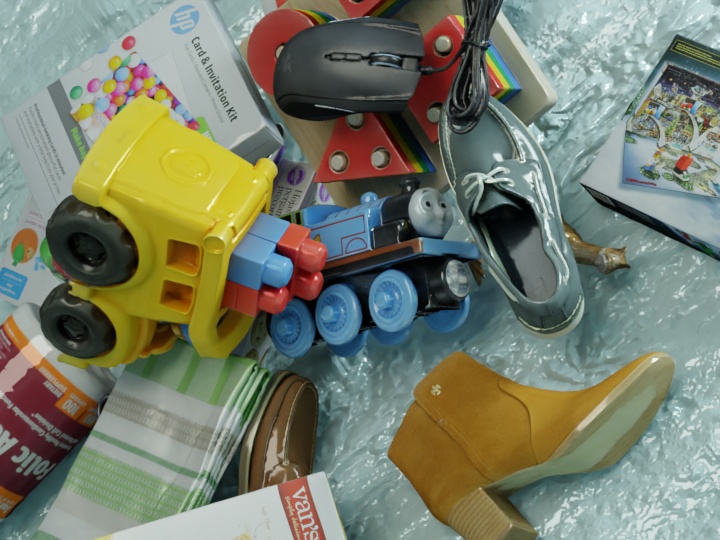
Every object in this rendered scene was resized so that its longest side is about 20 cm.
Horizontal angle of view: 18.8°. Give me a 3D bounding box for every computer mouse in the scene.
[{"bbox_3d":[0.013,-0.178,1.600,0.200,0.046,0.141,8,81,37],"label":"computer mouse"}]

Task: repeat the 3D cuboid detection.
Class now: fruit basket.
[{"bbox_3d":[-0.221,-0.049,1.833,0.185,0.094,0.200,22,82,36],"label":"fruit basket"}]

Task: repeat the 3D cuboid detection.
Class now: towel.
[{"bbox_3d":[-0.164,0.144,1.641,0.149,0.031,0.200,15,74,42],"label":"towel"}]

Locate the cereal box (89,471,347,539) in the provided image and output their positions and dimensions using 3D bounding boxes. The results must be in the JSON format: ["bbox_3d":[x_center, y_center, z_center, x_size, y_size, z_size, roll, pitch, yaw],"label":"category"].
[{"bbox_3d":[-0.099,0.239,1.547,0.200,0.040,0.144,-17,79,-3],"label":"cereal box"}]

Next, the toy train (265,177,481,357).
[{"bbox_3d":[0.000,0.000,1.635,0.200,0.087,0.115,-16,78,43],"label":"toy train"}]

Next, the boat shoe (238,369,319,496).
[{"bbox_3d":[-0.053,0.175,1.620,0.068,0.072,0.200,5,76,29],"label":"boat shoe"}]

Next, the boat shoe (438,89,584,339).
[{"bbox_3d":[0.105,-0.049,1.552,0.073,0.062,0.200,-23,71,8],"label":"boat shoe"}]

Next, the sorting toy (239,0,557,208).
[{"bbox_3d":[0.014,-0.153,1.678,0.199,0.070,0.200,-38,77,25],"label":"sorting toy"}]

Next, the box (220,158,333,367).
[{"bbox_3d":[-0.078,0.008,1.742,0.039,0.041,0.200,13,71,36],"label":"box"}]

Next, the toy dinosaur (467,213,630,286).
[{"bbox_3d":[0.128,-0.036,1.638,0.106,0.061,0.200,-22,43,-18],"label":"toy dinosaur"}]

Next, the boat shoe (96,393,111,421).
[{"bbox_3d":[-0.159,0.178,1.683,0.075,0.062,0.200,-30,51,16],"label":"boat shoe"}]

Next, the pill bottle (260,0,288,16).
[{"bbox_3d":[0.025,-0.239,1.769,0.200,0.112,0.113,-12,58,27],"label":"pill bottle"}]

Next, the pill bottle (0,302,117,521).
[{"bbox_3d":[-0.300,0.133,1.765,0.200,0.114,0.114,-46,49,2],"label":"pill bottle"}]

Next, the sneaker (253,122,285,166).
[{"bbox_3d":[-0.123,-0.036,1.767,0.081,0.083,0.200,26,81,30],"label":"sneaker"}]

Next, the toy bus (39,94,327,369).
[{"bbox_3d":[-0.125,-0.002,1.613,0.192,0.200,0.136,21,43,7],"label":"toy bus"}]

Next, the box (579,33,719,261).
[{"bbox_3d":[0.274,-0.077,1.566,0.200,0.038,0.137,29,82,40],"label":"box"}]

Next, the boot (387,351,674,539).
[{"bbox_3d":[0.114,0.097,1.547,0.201,0.071,0.144,-48,52,7],"label":"boot"}]

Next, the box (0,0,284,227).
[{"bbox_3d":[-0.178,-0.112,1.752,0.200,0.041,0.156,-31,60,8],"label":"box"}]
